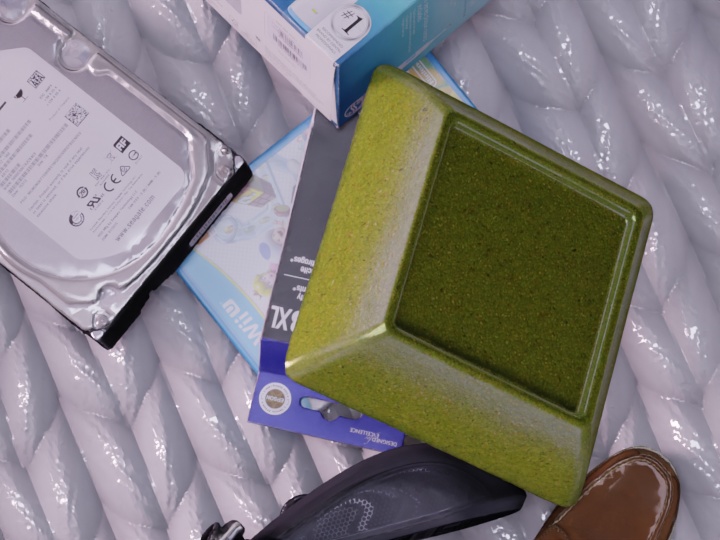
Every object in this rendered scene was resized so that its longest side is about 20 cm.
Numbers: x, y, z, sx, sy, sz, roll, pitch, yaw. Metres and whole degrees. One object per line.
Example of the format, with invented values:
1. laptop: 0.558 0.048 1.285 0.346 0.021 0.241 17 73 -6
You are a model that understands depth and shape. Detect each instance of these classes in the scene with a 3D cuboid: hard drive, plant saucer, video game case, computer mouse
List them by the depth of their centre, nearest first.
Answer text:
1. plant saucer: 0.076 0.004 1.582 0.200 0.048 0.200 26 66 -23
2. computer mouse: -0.006 0.134 1.598 0.200 0.139 0.053 -13 80 -10
3. hard drive: -0.183 -0.067 1.667 0.200 0.038 0.140 38 85 14
4. video game case: -0.001 -0.024 1.670 0.200 0.018 0.143 -38 82 -3

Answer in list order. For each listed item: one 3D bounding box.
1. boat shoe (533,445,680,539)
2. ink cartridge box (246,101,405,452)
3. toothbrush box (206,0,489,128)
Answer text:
1. boat shoe: 0.117 0.184 1.605 0.072 0.068 0.200 35 83 9
2. ink cartridge box: 0.000 0.000 1.641 0.095 0.037 0.200 12 84 5
3. toothbrush box: 0.010 -0.207 1.642 0.200 0.085 0.146 -40 73 -16
